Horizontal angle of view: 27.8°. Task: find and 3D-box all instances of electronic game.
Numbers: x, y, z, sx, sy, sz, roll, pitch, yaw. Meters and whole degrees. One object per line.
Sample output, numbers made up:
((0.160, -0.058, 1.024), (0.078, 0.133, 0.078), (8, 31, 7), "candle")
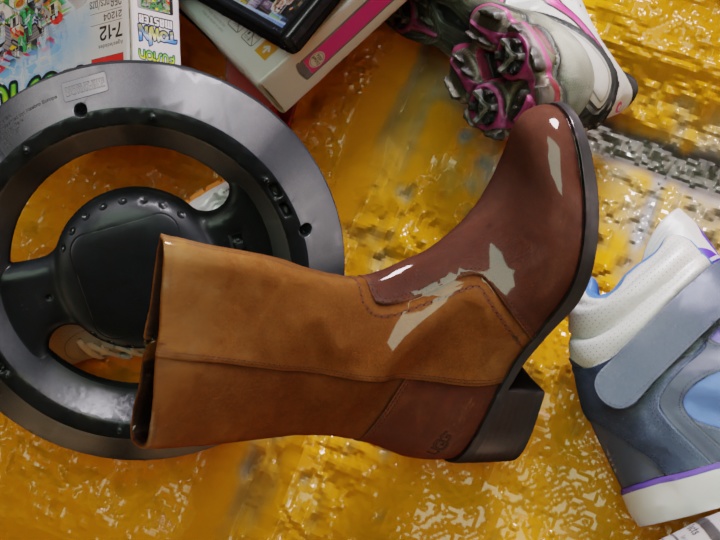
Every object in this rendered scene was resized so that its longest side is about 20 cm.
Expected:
((-0.107, -0.002, 0.702), (0.200, 0.042, 0.200), (-2, 108, -5), "electronic game")

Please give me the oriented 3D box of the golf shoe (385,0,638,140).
((0.067, -0.145, 0.781), (0.092, 0.073, 0.200), (-8, 54, -37), "golf shoe")

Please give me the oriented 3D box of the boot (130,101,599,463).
((0.000, 0.000, 0.679), (0.200, 0.068, 0.188), (7, 114, -22), "boot")

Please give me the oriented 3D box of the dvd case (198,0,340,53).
((-0.021, -0.214, 0.738), (0.143, 0.018, 0.200), (34, 81, 32), "dvd case")

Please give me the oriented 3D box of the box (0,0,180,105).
((-0.178, -0.123, 0.766), (0.200, 0.035, 0.110), (-6, 84, 36), "box")

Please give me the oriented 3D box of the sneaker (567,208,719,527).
((0.200, 0.029, 0.701), (0.200, 0.081, 0.147), (-18, 78, 9), "sneaker")

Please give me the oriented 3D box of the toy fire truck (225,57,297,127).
((-0.100, -0.174, 0.815), (0.141, 0.049, 0.200), (1, 75, 8), "toy fire truck")

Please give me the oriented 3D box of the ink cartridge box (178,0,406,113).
((0.001, -0.179, 0.740), (0.200, 0.037, 0.095), (-44, 57, 1), "ink cartridge box")

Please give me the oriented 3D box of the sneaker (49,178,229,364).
((-0.100, 0.022, 0.755), (0.200, 0.076, 0.092), (-27, 78, 3), "sneaker")

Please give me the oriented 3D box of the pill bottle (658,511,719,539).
((0.151, 0.176, 0.657), (0.200, 0.111, 0.111), (-26, 74, 2), "pill bottle")
